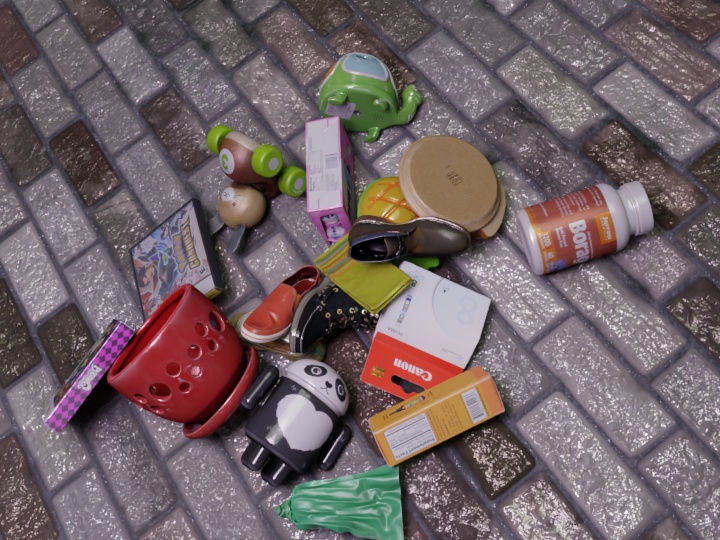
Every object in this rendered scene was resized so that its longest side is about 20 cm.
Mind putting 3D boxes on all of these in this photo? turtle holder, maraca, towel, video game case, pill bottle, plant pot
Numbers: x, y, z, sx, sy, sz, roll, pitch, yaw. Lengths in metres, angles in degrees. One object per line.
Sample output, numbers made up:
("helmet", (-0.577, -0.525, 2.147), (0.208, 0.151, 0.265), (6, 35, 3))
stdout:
("turtle holder", (0.016, -0.333, 1.516), (0.183, 0.141, 0.133), (-2, 63, 15))
("maraca", (0.066, -0.071, 1.394), (0.135, 0.107, 0.203), (-9, 70, -4))
("towel", (0.000, 0.000, 1.326), (0.086, 0.018, 0.200), (-42, 38, -8))
("video game case", (-0.465, 0.174, 1.390), (0.036, 0.181, 0.201), (38, 76, -16))
("video game case", (-0.339, -0.003, 1.480), (0.180, 0.025, 0.202), (-34, 59, 22))
("pill bottle", (0.360, -0.073, 1.312), (0.198, 0.112, 0.113), (-18, 61, 6))
("plant pot", (-0.273, 0.150, 1.306), (0.182, 0.200, 0.201), (40, 75, -17))

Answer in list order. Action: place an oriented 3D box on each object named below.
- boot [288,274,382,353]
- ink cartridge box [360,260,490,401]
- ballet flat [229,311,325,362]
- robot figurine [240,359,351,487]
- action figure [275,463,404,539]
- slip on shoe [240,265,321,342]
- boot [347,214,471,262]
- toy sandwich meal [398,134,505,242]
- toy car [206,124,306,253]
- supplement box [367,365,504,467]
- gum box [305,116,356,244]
("boot", (-0.016, 0.078, 1.326), (0.152, 0.074, 0.204), (15, 35, 17))
("ink cartridge box", (0.104, 0.106, 1.289), (0.158, 0.047, 0.202), (24, 67, -9))
("ballet flat", (-0.152, 0.106, 1.388), (0.198, 0.071, 0.071), (17, 70, 22))
("robot figurine", (-0.102, 0.236, 1.275), (0.124, 0.151, 0.201), (24, 70, 36))
("action figure", (-0.034, 0.358, 1.240), (0.197, 0.055, 0.120), (-6, 65, 8))
("slip on shoe", (-0.130, 0.054, 1.358), (0.073, 0.062, 0.200), (23, 40, 25))
("boot", (0.073, -0.037, 1.289), (0.197, 0.076, 0.097), (3, 27, 13))
("toy sandwich meal", (0.152, -0.137, 1.380), (0.202, 0.070, 0.208), (7, 64, -15))
("toy car", (-0.224, -0.137, 1.490), (0.163, 0.157, 0.202), (27, 85, 37))
("supplement box", (0.114, 0.221, 1.242), (0.198, 0.067, 0.070), (-23, 100, -3))
("gum box", (-0.051, -0.158, 1.463), (0.065, 0.114, 0.202), (-8, 62, 11))
